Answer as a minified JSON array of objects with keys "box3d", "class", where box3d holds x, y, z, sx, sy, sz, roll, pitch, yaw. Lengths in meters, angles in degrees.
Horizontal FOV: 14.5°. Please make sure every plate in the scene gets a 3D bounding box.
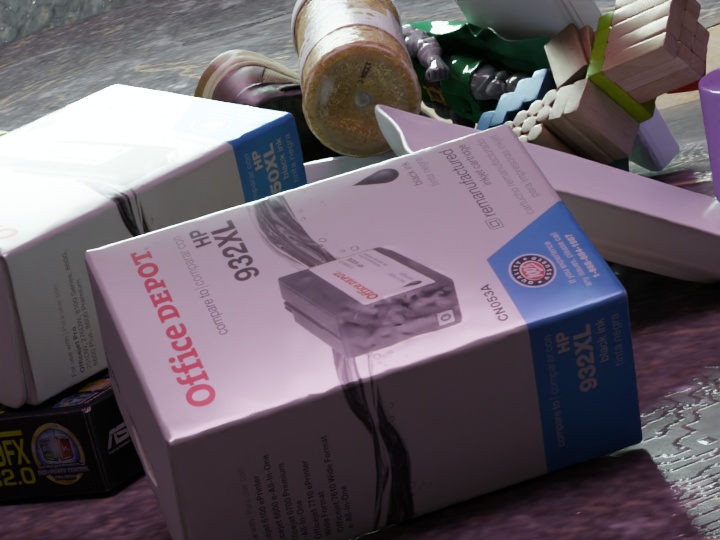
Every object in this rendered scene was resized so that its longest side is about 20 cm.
[{"box3d":[0.107,-0.035,1.438,0.199,0.032,0.200,14,8,-8],"class":"plate"}]

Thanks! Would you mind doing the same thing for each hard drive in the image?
[{"box3d":[0.104,-0.147,1.675,0.026,0.200,0.132,-48,46,-11],"class":"hard drive"}]

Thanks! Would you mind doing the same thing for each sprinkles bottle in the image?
[{"box3d":[-0.004,-0.123,1.645,0.068,0.069,0.200,-15,18,1],"class":"sprinkles bottle"}]

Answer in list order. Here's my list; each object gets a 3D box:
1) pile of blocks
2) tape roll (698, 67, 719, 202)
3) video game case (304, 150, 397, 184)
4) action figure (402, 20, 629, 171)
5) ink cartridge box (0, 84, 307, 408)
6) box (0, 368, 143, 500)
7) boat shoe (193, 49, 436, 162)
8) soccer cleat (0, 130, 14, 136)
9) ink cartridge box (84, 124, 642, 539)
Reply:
[{"box3d":[0.124,-0.083,1.589,0.200,0.062,0.082,-39,32,22],"class":"pile of blocks"},{"box3d":[0.282,-0.085,1.497,0.199,0.066,0.200,-10,12,2],"class":"tape roll"},{"box3d":[-0.033,-0.042,1.697,0.199,0.023,0.182,-9,-5,25],"class":"video game case"},{"box3d":[0.069,-0.110,1.722,0.055,0.118,0.200,-40,35,-19],"class":"action figure"},{"box3d":[-0.143,-0.018,1.429,0.144,0.085,0.200,12,31,43],"class":"ink cartridge box"},{"box3d":[-0.139,0.062,1.437,0.160,0.044,0.200,-7,15,34],"class":"box"},{"box3d":[-0.013,-0.080,1.756,0.200,0.072,0.066,18,19,-40],"class":"boat shoe"},{"box3d":[-0.198,-0.043,1.682,0.081,0.068,0.200,-32,-9,21],"class":"soccer cleat"},{"box3d":[-0.001,0.032,1.192,0.199,0.084,0.145,-17,38,-10],"class":"ink cartridge box"}]
